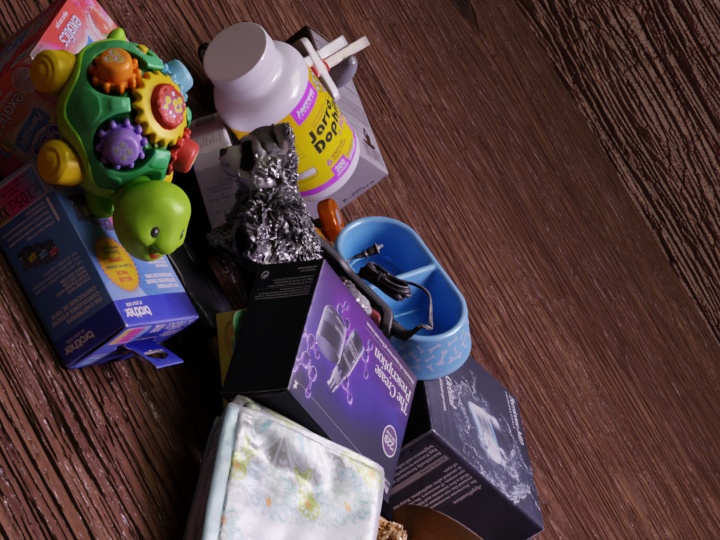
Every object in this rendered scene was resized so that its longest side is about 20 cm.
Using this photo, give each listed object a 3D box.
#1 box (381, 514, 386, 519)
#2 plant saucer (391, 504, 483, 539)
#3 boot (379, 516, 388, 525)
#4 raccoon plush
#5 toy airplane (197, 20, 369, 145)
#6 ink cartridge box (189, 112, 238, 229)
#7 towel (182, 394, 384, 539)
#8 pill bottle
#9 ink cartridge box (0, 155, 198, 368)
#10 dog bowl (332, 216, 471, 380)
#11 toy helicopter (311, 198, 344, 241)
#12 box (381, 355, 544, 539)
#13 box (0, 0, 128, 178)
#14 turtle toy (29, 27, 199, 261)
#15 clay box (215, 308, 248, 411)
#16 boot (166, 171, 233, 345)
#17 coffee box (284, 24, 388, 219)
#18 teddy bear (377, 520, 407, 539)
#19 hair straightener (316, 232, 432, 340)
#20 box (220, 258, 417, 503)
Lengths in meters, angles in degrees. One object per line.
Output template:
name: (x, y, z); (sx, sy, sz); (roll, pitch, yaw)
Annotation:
box: (-0.013, 0.185, 1.843); (0.165, 0.021, 0.200); (61, 22, 11)
plant saucer: (0.097, 0.314, 1.746); (0.035, 0.200, 0.201); (-44, 104, -26)
boot: (0.027, 0.318, 1.662); (0.202, 0.070, 0.145); (52, 14, -32)
raccoon plush: (-0.057, -0.052, 1.709); (0.199, 0.135, 0.096); (32, -10, -33)
toy airplane: (-0.085, -0.197, 1.998); (0.200, 0.198, 0.142); (-85, 158, -65)
ink cartridge box: (-0.129, -0.059, 1.827); (0.200, 0.044, 0.178); (-111, -176, -76)
towel: (-0.064, 0.222, 1.518); (0.170, 0.048, 0.202); (28, 51, -20)
pill bottle: (-0.084, -0.164, 1.836); (0.200, 0.103, 0.105); (51, 18, -50)
ink cartridge box: (-0.226, 0.004, 1.552); (0.201, 0.076, 0.136); (62, 21, 8)
dog bowl: (0.038, 0.022, 1.820); (0.201, 0.110, 0.050); (55, -29, 36)
toy helicopter: (-0.067, -0.019, 1.907); (0.200, 0.078, 0.134); (36, 39, -72)
box: (0.079, 0.176, 1.864); (0.200, 0.117, 0.198); (43, 24, -33)
box: (-0.283, -0.170, 1.636); (0.095, 0.102, 0.201); (51, 20, -19)
turtle toy: (-0.192, -0.107, 1.506); (0.145, 0.100, 0.203); (2, 81, -54)
clay box: (-0.076, 0.094, 1.698); (0.199, 0.047, 0.116); (2, 82, -59)
boot: (-0.172, -0.030, 1.731); (0.201, 0.065, 0.165); (57, 26, 6)
coffee box: (-0.057, -0.174, 2.138); (0.080, 0.114, 0.201); (29, 33, -50)
teddy bear: (-0.010, 0.281, 1.593); (0.067, 0.144, 0.202); (119, -47, -62)
hair straightener: (0.000, 0.000, 1.768); (0.199, 0.077, 0.041); (34, -19, 27)
box: (-0.033, 0.106, 1.648); (0.200, 0.078, 0.142); (52, 45, -43)
